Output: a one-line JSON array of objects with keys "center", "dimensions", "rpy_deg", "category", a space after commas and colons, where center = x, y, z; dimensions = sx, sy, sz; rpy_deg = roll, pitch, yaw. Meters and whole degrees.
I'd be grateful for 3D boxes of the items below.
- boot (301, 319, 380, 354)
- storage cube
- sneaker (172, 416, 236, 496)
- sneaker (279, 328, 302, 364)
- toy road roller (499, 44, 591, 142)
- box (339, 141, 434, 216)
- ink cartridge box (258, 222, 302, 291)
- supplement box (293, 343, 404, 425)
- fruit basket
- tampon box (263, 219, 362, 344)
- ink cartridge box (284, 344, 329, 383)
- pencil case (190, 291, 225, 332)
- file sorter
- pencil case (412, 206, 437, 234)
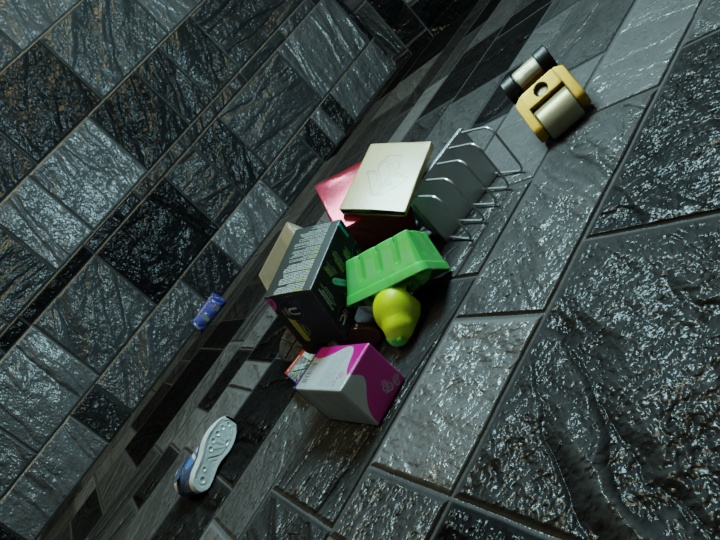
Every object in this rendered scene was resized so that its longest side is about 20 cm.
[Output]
[{"center": [-0.035, 0.096, 1.315], "dimensions": [0.195, 0.074, 0.157], "rpy_deg": [-9, 44, 26], "category": "boot"}, {"center": [0.021, -0.126, 1.400], "dimensions": [0.176, 0.173, 0.202], "rpy_deg": [-27, 49, -2], "category": "storage cube"}, {"center": [-0.402, 0.468, 1.517], "dimensions": [0.145, 0.080, 0.203], "rpy_deg": [-24, 35, 44], "category": "sneaker"}, {"center": [-0.133, 0.158, 1.535], "dimensions": [0.204, 0.074, 0.116], "rpy_deg": [-64, -20, -19], "category": "sneaker"}, {"center": [0.404, -0.362, 1.282], "dimensions": [0.122, 0.145, 0.203], "rpy_deg": [-39, 56, 23], "category": "toy road roller"}, {"center": [0.059, -0.201, 1.305], "dimensions": [0.160, 0.021, 0.203], "rpy_deg": [4, 55, 31], "category": "box"}, {"center": [-0.158, 0.009, 1.478], "dimensions": [0.167, 0.074, 0.201], "rpy_deg": [-57, 42, 18], "category": "ink cartridge box"}, {"center": [-0.025, 0.208, 1.106], "dimensions": [0.102, 0.103, 0.199], "rpy_deg": [-54, 17, -24], "category": "supplement box"}, {"center": [0.075, 0.046, 1.193], "dimensions": [0.214, 0.219, 0.154], "rpy_deg": [-39, -20, 26], "category": "fruit basket"}, {"center": [-0.083, 0.024, 1.251], "dimensions": [0.124, 0.151, 0.203], "rpy_deg": [-10, 41, 32], "category": "tampon box"}, {"center": [-0.121, 0.218, 1.407], "dimensions": [0.110, 0.050, 0.199], "rpy_deg": [-52, 18, -12], "category": "ink cartridge box"}, {"center": [-0.750, 0.202, 2.946], "dimensions": [0.077, 0.087, 0.202], "rpy_deg": [30, 78, 39], "category": "pencil case"}, {"center": [0.223, -0.182, 1.269], "dimensions": [0.201, 0.139, 0.124], "rpy_deg": [-51, 21, -10], "category": "file sorter"}, {"center": [0.204, -0.182, 1.391], "dimensions": [0.201, 0.090, 0.083], "rpy_deg": [-49, 17, 1], "category": "pencil case"}]
